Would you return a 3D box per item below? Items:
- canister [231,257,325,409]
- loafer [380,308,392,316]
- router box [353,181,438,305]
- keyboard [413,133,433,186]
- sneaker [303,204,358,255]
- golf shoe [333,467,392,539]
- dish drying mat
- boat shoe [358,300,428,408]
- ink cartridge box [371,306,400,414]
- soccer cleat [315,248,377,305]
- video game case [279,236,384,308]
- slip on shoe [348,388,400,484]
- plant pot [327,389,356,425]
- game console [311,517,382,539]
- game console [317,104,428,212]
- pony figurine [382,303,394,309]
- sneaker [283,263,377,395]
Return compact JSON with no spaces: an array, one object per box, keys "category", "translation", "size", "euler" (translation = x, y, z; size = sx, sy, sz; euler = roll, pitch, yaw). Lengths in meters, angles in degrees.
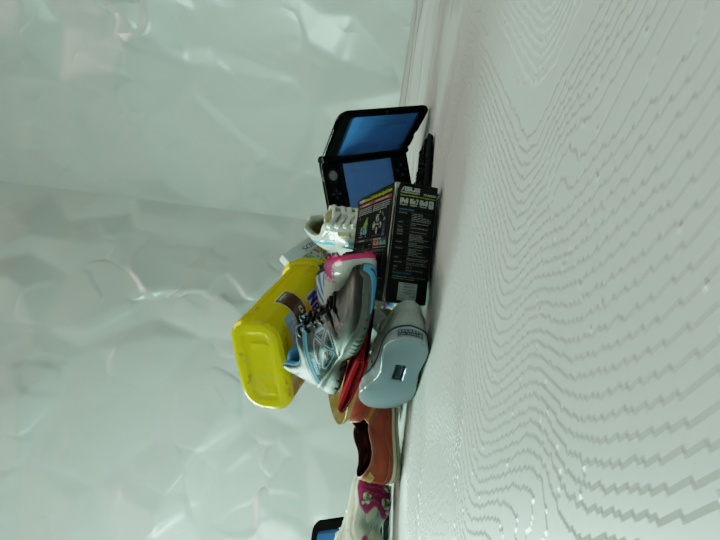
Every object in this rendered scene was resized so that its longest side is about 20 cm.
[{"category":"canister","translation":[-0.104,0.088,0.811],"size":[0.200,0.086,0.150],"euler":[-54,-39,-60]},{"category":"loafer","translation":[0.040,0.109,1.080],"size":[0.200,0.075,0.069],"euler":[65,-154,-88]},{"category":"router box","translation":[0.040,-0.034,0.768],"size":[0.200,0.061,0.152],"euler":[-176,92,-76]},{"category":"keyboard","translation":[0.084,-0.108,0.858],"size":[0.104,0.039,0.202],"euler":[98,180,-67]},{"category":"sneaker","translation":[-0.018,-0.076,0.948],"size":[0.199,0.081,0.077],"euler":[-13,52,45]},{"category":"golf shoe","translation":[-0.005,0.373,0.804],"size":[0.091,0.075,0.201],"euler":[-34,28,30]},{"category":"dish drying mat","translation":[-0.001,0.107,0.737],"size":[0.200,0.018,0.077],"euler":[-77,8,-71]},{"category":"boat shoe","translation":[0.041,0.103,0.702],"size":[0.203,0.074,0.087],"euler":[101,177,-52]},{"category":"ink cartridge box","translation":[0.005,0.138,0.912],"size":[0.200,0.047,0.162],"euler":[39,130,51]},{"category":"soccer cleat","translation":[-0.017,0.024,0.727],"size":[0.200,0.069,0.087],"euler":[148,115,-76]},{"category":"video game case","translation":[-0.033,0.004,1.077],"size":[0.182,0.200,0.023],"euler":[-39,-9,-46]},{"category":"slip on shoe","translation":[0.014,0.205,0.792],"size":[0.074,0.061,0.202],"euler":[-35,55,58]},{"category":"plant pot","translation":[-0.030,0.163,0.947],"size":[0.200,0.027,0.203],"euler":[-179,90,-75]},{"category":"game console","translation":[-0.032,0.477,0.873],"size":[0.201,0.115,0.177],"euler":[-84,0,-45]},{"category":"game console","translation":[0.034,-0.199,1.014],"size":[0.116,0.198,0.178],"euler":[-1,101,60]},{"category":"pony figurine","translation":[-0.014,0.071,1.221],"size":[0.199,0.166,0.195],"euler":[-35,-65,-31]},{"category":"sneaker","translation":[-0.037,0.070,0.652],"size":[0.073,0.081,0.201],"euler":[-73,5,-56]}]
